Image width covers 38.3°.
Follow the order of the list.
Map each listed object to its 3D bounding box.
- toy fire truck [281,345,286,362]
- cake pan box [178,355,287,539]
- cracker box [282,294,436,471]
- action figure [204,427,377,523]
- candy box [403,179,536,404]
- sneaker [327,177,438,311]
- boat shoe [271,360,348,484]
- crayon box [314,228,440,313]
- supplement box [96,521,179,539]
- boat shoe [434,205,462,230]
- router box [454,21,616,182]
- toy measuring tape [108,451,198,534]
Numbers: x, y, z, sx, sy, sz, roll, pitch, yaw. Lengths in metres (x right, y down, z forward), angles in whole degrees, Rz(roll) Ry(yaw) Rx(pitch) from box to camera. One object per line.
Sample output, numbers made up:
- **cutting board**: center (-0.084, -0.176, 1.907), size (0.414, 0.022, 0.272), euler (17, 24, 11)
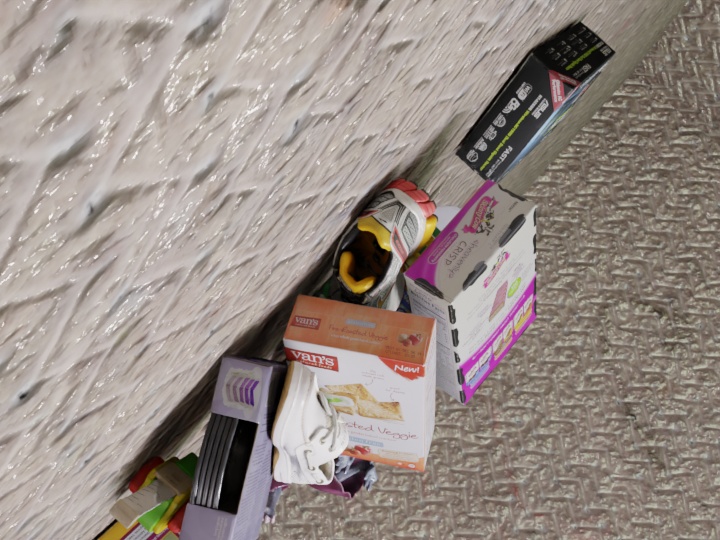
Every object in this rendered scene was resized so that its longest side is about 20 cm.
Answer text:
- **toy fire truck**: center (-0.019, 0.097, 1.239), size (0.176, 0.129, 0.200), euler (-46, -175, -26)
- **cake pan box**: center (-0.111, 0.173, 0.968), size (0.200, 0.052, 0.185), euler (49, 52, -85)
- **cracker box**: center (0.003, 0.114, 1.009), size (0.200, 0.133, 0.058), euler (86, 18, -50)
- **action figure**: center (-0.085, 0.195, 1.180), size (0.149, 0.199, 0.134), euler (-48, 132, -46)
- **candy box**: center (0.115, 0.026, 1.032), size (0.136, 0.061, 0.200), euler (-47, 151, -22)
- **sneaker**: center (0.000, 0.000, 0.978), size (0.082, 0.078, 0.200), euler (-38, 159, -40)
- **boat shoe**: center (-0.044, 0.147, 0.971), size (0.200, 0.069, 0.071), euler (95, 10, -59)
- **crayon box**: center (0.042, 0.025, 1.123), size (0.200, 0.126, 0.052), euler (-47, 173, -21)
- **supplement box**: center (-0.212, 0.363, 1.072), size (0.103, 0.200, 0.131), euler (-53, 171, 34)
- **boat shoe**: center (0.067, -0.009, 1.336), size (0.200, 0.072, 0.068), euler (-48, 172, 16)
- **router box**: center (0.208, -0.197, 1.211), size (0.150, 0.062, 0.200), euler (-52, 173, 36)
- **toy measuring tape**: center (-0.190, 0.213, 0.936), size (0.074, 0.074, 0.200), euler (-50, 174, 9)
